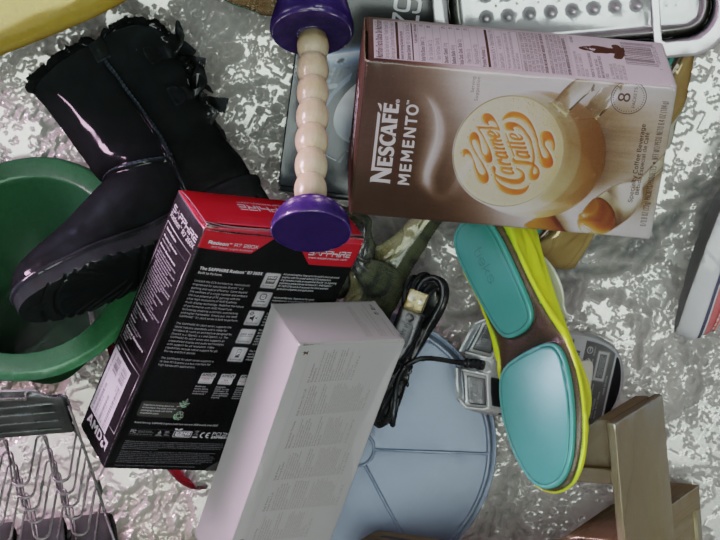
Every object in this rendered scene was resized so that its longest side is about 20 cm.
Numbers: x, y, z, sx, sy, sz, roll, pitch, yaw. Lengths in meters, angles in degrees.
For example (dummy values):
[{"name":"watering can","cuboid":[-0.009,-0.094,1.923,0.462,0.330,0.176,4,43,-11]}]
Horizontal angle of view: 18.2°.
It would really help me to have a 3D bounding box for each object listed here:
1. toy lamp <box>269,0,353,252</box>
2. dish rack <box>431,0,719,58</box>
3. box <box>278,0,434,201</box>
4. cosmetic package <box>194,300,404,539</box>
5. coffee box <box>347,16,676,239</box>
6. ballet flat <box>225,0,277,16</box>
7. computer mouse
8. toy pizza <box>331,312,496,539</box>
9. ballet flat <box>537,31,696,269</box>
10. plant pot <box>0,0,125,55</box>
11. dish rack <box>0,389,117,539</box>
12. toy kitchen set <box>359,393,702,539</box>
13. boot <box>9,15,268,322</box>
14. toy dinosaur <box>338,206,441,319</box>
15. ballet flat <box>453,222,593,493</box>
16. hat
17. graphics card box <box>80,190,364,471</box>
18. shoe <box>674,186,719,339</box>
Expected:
[{"name":"toy lamp","cuboid":[-0.032,-0.111,1.454,0.058,0.058,0.200,1,59,-1]},{"name":"dish rack","cuboid":[0.143,-0.224,1.495,0.200,0.044,0.172,-5,101,-1]},{"name":"box","cuboid":[0.034,-0.144,1.549,0.160,0.044,0.200,8,100,-3]},{"name":"cosmetic package","cuboid":[-0.044,0.113,1.510,0.082,0.051,0.200,-2,127,-33]},{"name":"coffee box","cuboid":[0.095,-0.092,1.465,0.200,0.080,0.114,4,118,-3]},{"name":"ballet flat","cuboid":[-0.076,-0.273,1.517,0.065,0.071,0.200,3,97,13]},{"name":"computer mouse","cuboid":[0.095,0.069,1.563,0.200,0.044,0.110,13,91,-32]},{"name":"toy pizza","cuboid":[-0.003,0.124,1.603,0.200,0.032,0.200,0,99,0]},{"name":"ballet flat","cuboid":[0.178,-0.087,1.562,0.063,0.069,0.200,31,102,-34]},{"name":"plant pot","cuboid":[-0.205,-0.250,1.461,0.200,0.196,0.194,-17,100,-7]},{"name":"dish rack","cuboid":[-0.251,0.152,1.541,0.153,0.055,0.200,-7,143,1]},{"name":"toy kitchen set","cuboid":[0.118,0.170,1.569,0.180,0.200,0.163,4,105,35]},{"name":"boot","cuboid":[-0.172,-0.072,1.501,0.198,0.073,0.163,-27,71,-14]},{"name":"toy dinosaur","cuboid":[0.000,0.000,1.542,0.088,0.047,0.200,32,104,-14]},{"name":"ballet flat","cuboid":[0.121,0.050,1.500,0.067,0.067,0.200,-28,72,36]},{"name":"hat","cuboid":[-0.216,0.048,1.592,0.166,0.176,0.200,-12,60,-1]},{"name":"graphics card box","cuboid":[-0.093,0.043,1.491,0.125,0.051,0.200,4,123,-35]},{"name":"shoe","cuboid":[0.291,-0.035,1.559,0.091,0.071,0.200,21,94,1]}]
